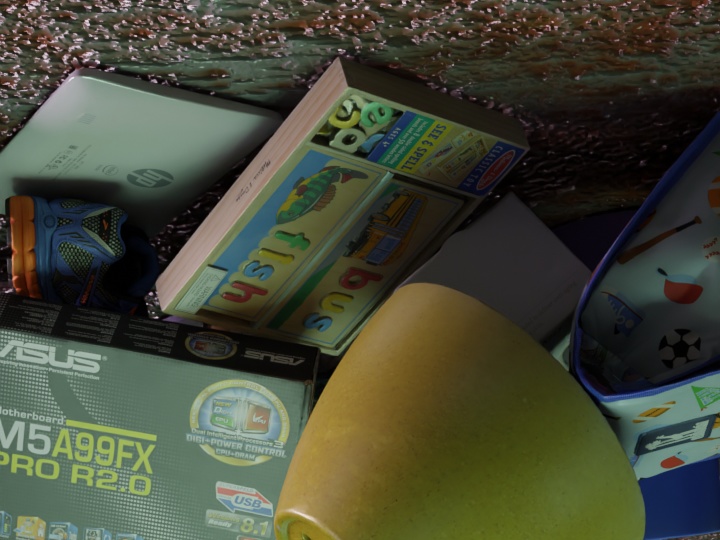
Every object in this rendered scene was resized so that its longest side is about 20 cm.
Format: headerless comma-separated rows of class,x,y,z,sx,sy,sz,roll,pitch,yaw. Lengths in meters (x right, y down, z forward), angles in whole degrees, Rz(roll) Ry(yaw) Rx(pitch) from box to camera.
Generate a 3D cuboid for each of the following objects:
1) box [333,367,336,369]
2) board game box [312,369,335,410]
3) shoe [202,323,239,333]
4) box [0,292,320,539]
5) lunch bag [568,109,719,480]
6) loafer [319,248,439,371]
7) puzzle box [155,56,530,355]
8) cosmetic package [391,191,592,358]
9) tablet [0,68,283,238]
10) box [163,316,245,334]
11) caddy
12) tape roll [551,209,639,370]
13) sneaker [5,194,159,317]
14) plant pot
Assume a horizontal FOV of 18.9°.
box,0.045,0.111,1.624,0.140,0.079,0.200,-7,157,6
board game box,-0.068,0.119,1.432,0.135,0.028,0.200,-45,163,22
shoe,-0.056,-0.004,1.346,0.053,0.070,0.200,11,153,-15
box,-0.133,0.107,1.304,0.199,0.044,0.161,10,119,0
lunch bag,0.189,0.028,1.229,0.124,0.200,0.170,39,162,17
loafer,0.000,0.000,1.393,0.072,0.063,0.200,38,147,-4
puzzle box,-0.012,-0.031,1.244,0.133,0.026,0.200,15,132,-34
cosmetic package,0.065,0.050,1.337,0.108,0.085,0.200,-40,168,-22
tablet,-0.143,-0.064,1.276,0.130,0.014,0.200,11,156,-26
box,-0.121,0.055,1.538,0.199,0.039,0.041,-20,152,41
caddy,0.161,0.140,1.514,0.199,0.106,0.141,-4,172,-20
tape roll,0.198,0.026,1.431,0.199,0.066,0.200,-1,159,0
sneaker,-0.161,0.010,1.351,0.078,0.076,0.200,-4,163,8
plant pot,0.036,0.129,1.195,0.200,0.142,0.200,39,153,23
